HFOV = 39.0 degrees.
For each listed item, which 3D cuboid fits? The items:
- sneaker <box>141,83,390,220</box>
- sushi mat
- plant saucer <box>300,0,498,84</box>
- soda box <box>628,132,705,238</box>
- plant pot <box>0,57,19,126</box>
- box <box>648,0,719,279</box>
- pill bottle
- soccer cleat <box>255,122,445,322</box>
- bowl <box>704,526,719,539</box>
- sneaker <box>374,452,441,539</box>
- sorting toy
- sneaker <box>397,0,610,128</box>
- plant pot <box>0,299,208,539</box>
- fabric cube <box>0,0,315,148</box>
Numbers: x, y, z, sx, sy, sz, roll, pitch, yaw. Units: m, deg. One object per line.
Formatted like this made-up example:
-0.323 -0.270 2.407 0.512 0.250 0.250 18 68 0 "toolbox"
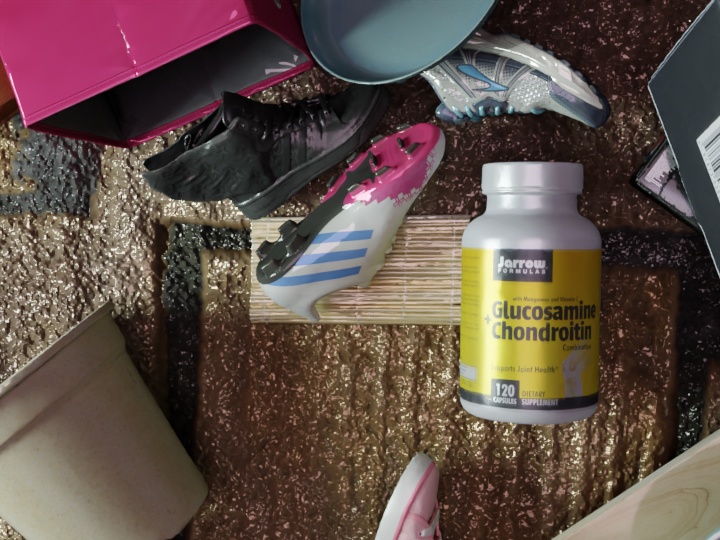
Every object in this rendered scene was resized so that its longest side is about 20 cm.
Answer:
-0.078 -0.115 0.850 0.200 0.060 0.104 -38 123 12 "sneaker"
0.000 0.000 0.887 0.199 0.012 0.096 0 92 9 "sushi mat"
0.039 -0.236 0.810 0.199 0.027 0.201 -14 65 31 "plant saucer"
0.314 -0.037 0.805 0.200 0.071 0.063 38 98 6 "soda box"
-0.375 -0.210 0.867 0.186 0.186 0.200 -36 100 9 "plant pot"
0.343 -0.092 0.719 0.195 0.124 0.201 -11 72 -14 "box"
0.136 0.016 0.816 0.111 0.112 0.201 1 93 9 "pill bottle"
0.003 -0.038 0.847 0.200 0.070 0.086 -40 120 11 "soccer cleat"
0.311 0.255 0.732 0.199 0.105 0.202 0 92 9 "bowl"
0.057 0.258 0.857 0.104 0.075 0.201 20 103 12 "sneaker"
0.280 0.252 0.825 0.200 0.070 0.199 -36 87 8 "sorting toy"
0.108 -0.154 0.839 0.199 0.078 0.087 29 103 16 "sneaker"
-0.234 0.158 0.854 0.200 0.200 0.184 -37 97 9 "plant pot"
-0.175 -0.232 0.814 0.199 0.196 0.200 -21 87 10 "fabric cube"
